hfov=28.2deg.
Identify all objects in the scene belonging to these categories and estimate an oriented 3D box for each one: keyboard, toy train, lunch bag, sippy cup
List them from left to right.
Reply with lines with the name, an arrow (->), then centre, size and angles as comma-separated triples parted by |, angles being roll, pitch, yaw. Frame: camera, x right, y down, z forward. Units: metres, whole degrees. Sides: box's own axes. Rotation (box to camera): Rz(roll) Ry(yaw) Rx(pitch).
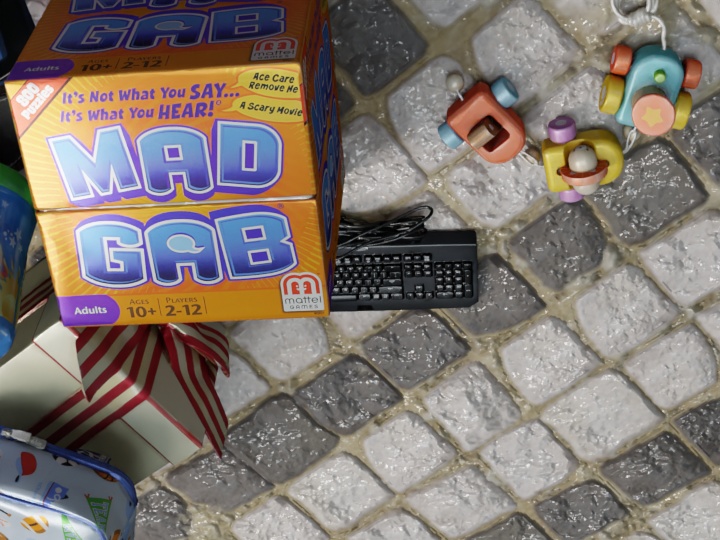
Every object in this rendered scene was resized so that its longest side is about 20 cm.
sippy cup -> -0.312, 0.001, 1.091 | 0.177, 0.131, 0.139 | -25, 149, 28
lunch bag -> -0.263, 0.205, 1.147 | 0.159, 0.076, 0.201 | 18, 136, 3
keyboard -> 0.000, 0.000, 1.213 | 0.198, 0.040, 0.105 | -3, 124, 4
toy train -> 0.165, -0.124, 1.111 | 0.199, 0.056, 0.150 | -33, 116, 23

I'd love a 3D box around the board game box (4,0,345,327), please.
board game box -> -0.122, -0.100, 1.057 | 0.198, 0.201, 0.201 | -3, 124, 5

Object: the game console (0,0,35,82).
game console -> -0.362, -0.199, 1.050 | 0.199, 0.119, 0.171 | -28, 139, 19

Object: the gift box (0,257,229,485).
gift box -> -0.219, 0.092, 1.197 | 0.186, 0.201, 0.184 | -35, 121, 22

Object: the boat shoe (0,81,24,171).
boat shoe -> -0.318, -0.081, 1.159 | 0.200, 0.073, 0.072 | -36, 115, 24
